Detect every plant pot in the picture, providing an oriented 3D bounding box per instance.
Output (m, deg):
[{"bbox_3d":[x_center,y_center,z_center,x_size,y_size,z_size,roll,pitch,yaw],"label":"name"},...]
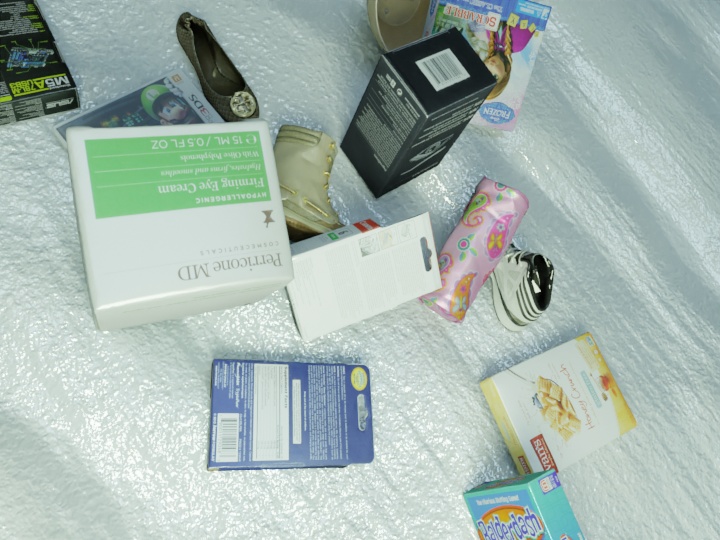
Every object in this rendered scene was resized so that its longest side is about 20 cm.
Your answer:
[{"bbox_3d":[0.088,-0.449,0.963,0.195,0.205,0.135,-6,29,-23],"label":"plant pot"}]

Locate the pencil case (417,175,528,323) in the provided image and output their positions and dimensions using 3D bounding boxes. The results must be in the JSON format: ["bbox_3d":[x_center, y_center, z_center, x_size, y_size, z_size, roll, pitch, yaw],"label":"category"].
[{"bbox_3d":[0.153,-0.030,0.801,0.086,0.087,0.203,31,86,-4],"label":"pencil case"}]

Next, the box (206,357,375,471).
[{"bbox_3d":[-0.080,0.171,0.689,0.194,0.032,0.125,5,66,-18],"label":"box"}]

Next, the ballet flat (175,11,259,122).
[{"bbox_3d":[-0.208,-0.295,0.841,0.066,0.046,0.203,-26,78,-28],"label":"ballet flat"}]

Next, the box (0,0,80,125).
[{"bbox_3d":[-0.485,-0.270,0.724,0.197,0.048,0.196,-24,80,-29],"label":"box"}]

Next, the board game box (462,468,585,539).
[{"bbox_3d":[0.205,0.340,0.656,0.044,0.152,0.204,-13,71,-25],"label":"board game box"}]

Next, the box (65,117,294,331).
[{"bbox_3d":[-0.199,-0.043,0.628,0.194,0.199,0.177,-9,85,-25],"label":"box"}]

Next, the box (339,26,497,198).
[{"bbox_3d":[0.075,-0.219,0.829,0.146,0.200,0.105,-31,79,-30],"label":"box"}]

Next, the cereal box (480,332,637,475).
[{"bbox_3d":[0.277,0.187,0.808,0.196,0.040,0.147,-17,74,-27],"label":"cereal box"}]

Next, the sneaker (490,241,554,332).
[{"bbox_3d":[0.229,-0.025,0.850,0.074,0.116,0.205,-9,70,-24],"label":"sneaker"}]

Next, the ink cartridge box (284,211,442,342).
[{"bbox_3d":[0.000,0.000,0.733,0.195,0.050,0.112,-20,112,-14],"label":"ink cartridge box"}]

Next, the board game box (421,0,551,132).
[{"bbox_3d":[0.190,-0.346,0.944,0.194,0.205,0.041,5,24,-18],"label":"board game box"}]

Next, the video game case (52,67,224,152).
[{"bbox_3d":[-0.267,-0.163,0.773,0.199,0.023,0.183,-39,84,-30],"label":"video game case"}]

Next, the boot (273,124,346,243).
[{"bbox_3d":[-0.050,-0.104,0.802,0.196,0.073,0.158,23,63,-4],"label":"boot"}]
